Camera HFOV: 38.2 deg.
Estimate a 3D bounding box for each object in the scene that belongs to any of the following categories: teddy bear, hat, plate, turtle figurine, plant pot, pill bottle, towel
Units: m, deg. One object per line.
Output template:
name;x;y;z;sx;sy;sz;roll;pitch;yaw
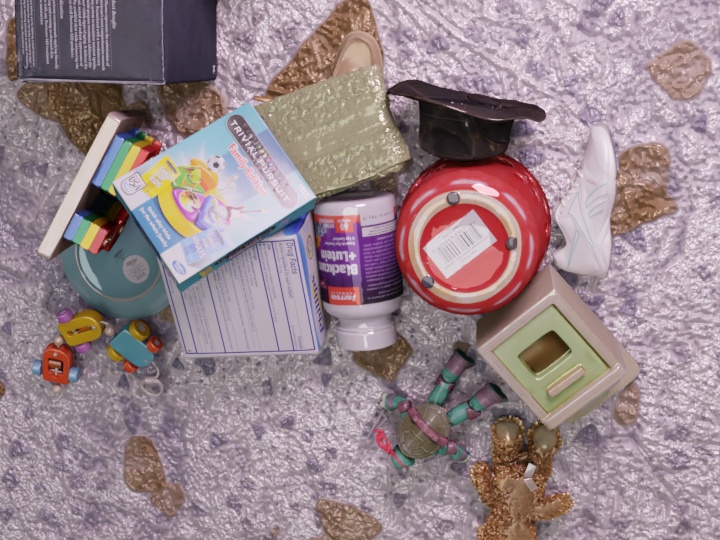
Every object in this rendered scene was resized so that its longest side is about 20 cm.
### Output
teddy bear;0.221;0.300;1.447;0.144;0.067;0.201;-10;94;4
hat;0.126;-0.178;1.289;0.199;0.201;0.081;12;109;8
plate;-0.345;-0.024;1.497;0.199;0.026;0.202;2;102;10
turtle figurine;0.099;0.212;1.430;0.150;0.101;0.200;43;101;-1
plant pot;0.142;-0.044;1.317;0.199;0.183;0.202;3;105;9
pill bottle;0.000;0.000;1.389;0.111;0.111;0.201;-3;102;12
towel;-0.046;-0.167;1.324;0.199;0.036;0.149;-20;87;15

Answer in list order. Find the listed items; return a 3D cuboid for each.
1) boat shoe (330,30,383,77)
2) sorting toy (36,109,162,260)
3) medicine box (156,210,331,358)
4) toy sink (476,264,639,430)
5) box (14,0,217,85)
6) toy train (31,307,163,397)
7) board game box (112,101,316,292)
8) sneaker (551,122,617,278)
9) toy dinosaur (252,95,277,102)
boat shoe;-0.014;-0.213;1.367;0.071;0.065;0.201;11;105;9
sorting toy;-0.330;-0.107;1.375;0.069;0.199;0.201;28;97;-7
medicine box;-0.154;0.014;1.404;0.199;0.103;0.183;-3;120;11
toy sink;0.263;0.118;1.352;0.130;0.112;0.200;-39;101;17
box;-0.307;-0.303;1.334;0.195;0.200;0.125;5;103;10
toy train;-0.380;0.118;1.525;0.199;0.056;0.151;8;122;3
board game box;-0.178;-0.092;1.275;0.199;0.047;0.151;-34;82;-14
sneaker;0.288;-0.089;1.334;0.080;0.070;0.202;5;104;11
toy dinosaur;-0.108;-0.178;1.398;0.199;0.060;0.107;18;111;29
